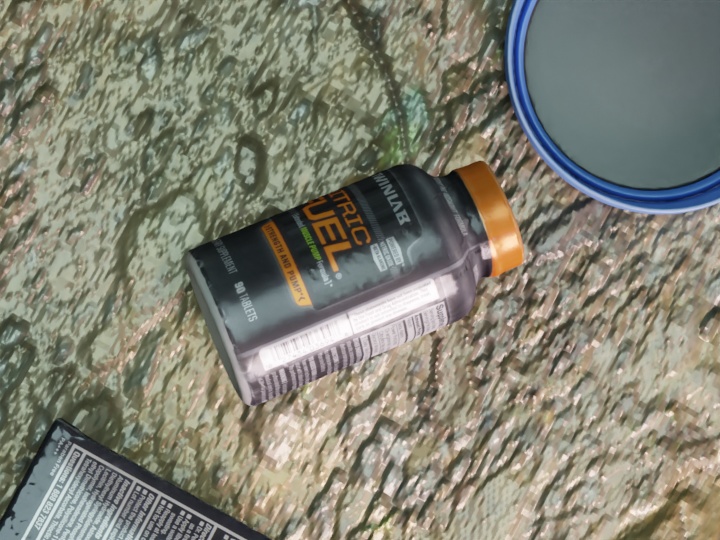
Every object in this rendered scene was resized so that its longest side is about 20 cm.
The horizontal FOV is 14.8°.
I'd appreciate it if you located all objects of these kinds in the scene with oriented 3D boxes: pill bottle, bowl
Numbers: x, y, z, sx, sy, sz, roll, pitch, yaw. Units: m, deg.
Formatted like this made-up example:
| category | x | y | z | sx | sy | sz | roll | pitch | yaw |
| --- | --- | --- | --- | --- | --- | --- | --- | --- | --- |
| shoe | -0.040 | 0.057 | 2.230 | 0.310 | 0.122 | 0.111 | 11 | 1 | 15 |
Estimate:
| category | x | y | z | sx | sy | sz | roll | pitch | yaw |
| --- | --- | --- | --- | --- | --- | --- | --- | --- | --- |
| pill bottle | 0.000 | 0.000 | 1.722 | 0.199 | 0.106 | 0.107 | -23 | 91 | -7 |
| bowl | 0.189 | -0.137 | 1.780 | 0.199 | 0.039 | 0.202 | 0 | 88 | -7 |

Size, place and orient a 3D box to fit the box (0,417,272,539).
| category | x | y | z | sx | sy | sz | roll | pitch | yaw |
| --- | --- | --- | --- | --- | --- | --- | --- | --- | --- |
| box | -0.149 | 0.229 | 1.679 | 0.198 | 0.123 | 0.201 | 29 | 77 | -3 |
